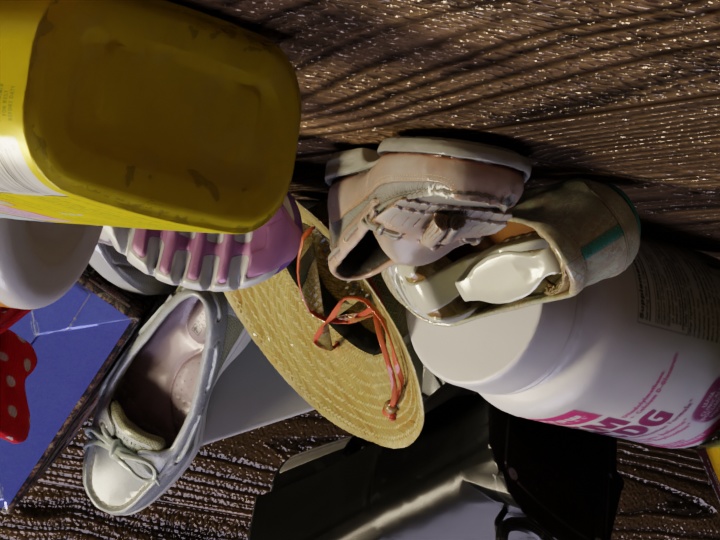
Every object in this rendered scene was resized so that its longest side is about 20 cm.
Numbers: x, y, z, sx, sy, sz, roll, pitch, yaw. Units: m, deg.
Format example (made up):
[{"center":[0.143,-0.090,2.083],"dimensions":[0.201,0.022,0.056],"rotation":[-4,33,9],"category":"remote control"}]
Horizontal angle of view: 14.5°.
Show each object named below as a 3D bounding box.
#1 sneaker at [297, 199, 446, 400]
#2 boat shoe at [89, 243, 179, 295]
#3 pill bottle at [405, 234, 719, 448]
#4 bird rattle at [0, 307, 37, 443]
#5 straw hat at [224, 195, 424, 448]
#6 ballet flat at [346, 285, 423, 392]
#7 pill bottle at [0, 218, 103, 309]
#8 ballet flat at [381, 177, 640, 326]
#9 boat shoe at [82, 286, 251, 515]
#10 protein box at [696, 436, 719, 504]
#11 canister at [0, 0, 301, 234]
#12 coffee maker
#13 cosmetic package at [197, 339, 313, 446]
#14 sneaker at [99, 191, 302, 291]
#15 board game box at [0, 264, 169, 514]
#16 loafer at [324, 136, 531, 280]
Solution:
[{"center":[0.029,0.025,1.698],"dimensions":[0.199,0.116,0.075],"rotation":[10,177,-2],"category":"sneaker"},{"center":[-0.140,-0.020,1.808],"dimensions":[0.071,0.072,0.200],"rotation":[14,176,27],"category":"boat shoe"},{"center":[0.123,0.030,1.542],"dimensions":[0.113,0.114,0.200],"rotation":[7,175,43],"category":"pill bottle"},{"center":[-0.260,0.022,1.479],"dimensions":[0.163,0.200,0.113],"rotation":[-15,144,-18],"category":"bird rattle"},{"center":[0.000,0.000,1.590],"dimensions":[0.085,0.201,0.201],"rotation":[-35,-164,-22],"category":"straw hat"},{"center":[-0.021,0.021,1.761],"dimensions":[0.200,0.067,0.064],"rotation":[35,150,30],"category":"ballet flat"},{"center":[-0.223,-0.051,1.286],"dimensions":[0.199,0.113,0.112],"rotation":[9,176,21],"category":"pill bottle"},{"center":[0.056,-0.005,1.396],"dimensions":[0.062,0.068,0.200],"rotation":[-37,-170,-34],"category":"ballet flat"},{"center":[-0.128,0.078,1.783],"dimensions":[0.074,0.202,0.065],"rotation":[40,-151,11],"category":"boat shoe"},{"center":[0.307,0.115,1.509],"dimensions":[0.199,0.135,0.199],"rotation":[-24,176,-2],"category":"protein box"},{"center":[-0.140,-0.063,1.084],"dimensions":[0.200,0.087,0.148],"rotation":[5,174,42],"category":"canister"},{"center":[0.034,0.146,1.618],"dimensions":[0.200,0.135,0.192],"rotation":[-33,-171,32],"category":"coffee maker"},{"center":[-0.034,0.048,1.887],"dimensions":[0.199,0.085,0.108],"rotation":[-18,-178,-10],"category":"cosmetic package"},{"center":[-0.112,-0.042,1.445],"dimensions":[0.200,0.081,0.088],"rotation":[15,-177,24],"category":"sneaker"},{"center":[-0.209,0.049,1.864],"dimensions":[0.097,0.160,0.200],"rotation":[34,-168,-1],"category":"board game box"},{"center":[0.029,-0.026,1.342],"dimensions":[0.072,0.063,0.200],"rotation":[12,176,-16],"category":"loafer"}]
